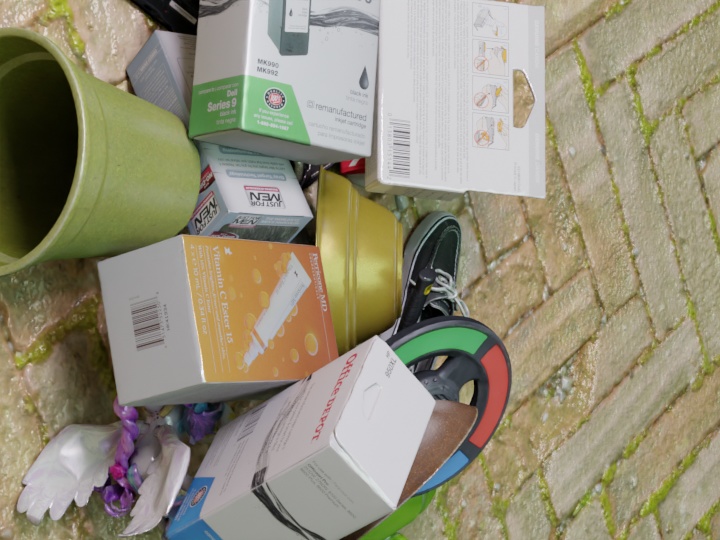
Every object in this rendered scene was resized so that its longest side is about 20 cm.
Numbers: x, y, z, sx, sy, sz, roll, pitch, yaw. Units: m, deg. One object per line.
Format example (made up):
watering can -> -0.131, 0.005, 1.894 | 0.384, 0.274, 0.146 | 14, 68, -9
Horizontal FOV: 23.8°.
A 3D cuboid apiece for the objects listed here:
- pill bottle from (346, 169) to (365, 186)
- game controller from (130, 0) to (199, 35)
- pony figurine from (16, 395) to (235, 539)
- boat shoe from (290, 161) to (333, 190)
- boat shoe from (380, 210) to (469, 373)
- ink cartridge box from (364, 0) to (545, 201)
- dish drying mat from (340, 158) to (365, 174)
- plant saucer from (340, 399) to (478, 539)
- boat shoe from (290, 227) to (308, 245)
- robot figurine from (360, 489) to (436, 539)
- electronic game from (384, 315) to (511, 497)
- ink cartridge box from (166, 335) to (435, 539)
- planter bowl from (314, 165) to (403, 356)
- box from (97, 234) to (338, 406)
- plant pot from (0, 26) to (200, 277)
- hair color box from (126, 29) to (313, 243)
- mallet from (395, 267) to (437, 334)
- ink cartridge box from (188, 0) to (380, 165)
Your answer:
pill bottle -> 0.050, -0.183, 1.736 | 0.106, 0.106, 0.202 | 13, 84, -43
game controller -> -0.155, -0.270, 1.589 | 0.200, 0.042, 0.105 | 36, 83, -38
pony figurine -> -0.189, 0.163, 1.520 | 0.200, 0.165, 0.194 | 54, 50, -49
boat shoe -> -0.079, -0.099, 1.646 | 0.199, 0.064, 0.073 | -23, 105, -42
boat shoe -> 0.075, 0.031, 1.798 | 0.073, 0.068, 0.201 | 39, 67, -38
ink cartridge box -> 0.093, -0.169, 1.660 | 0.174, 0.045, 0.202 | 6, 77, -19
dish drying mat -> 0.009, -0.198, 1.688 | 0.018, 0.076, 0.202 | 19, 66, -64
plant saucer -> 0.016, 0.174, 1.494 | 0.037, 0.200, 0.200 | 48, 58, -5
boat shoe -> -0.109, 0.013, 1.622 | 0.200, 0.069, 0.071 | -36, 116, -35
robot figurine -> -0.003, 0.216, 1.705 | 0.199, 0.115, 0.177 | -26, 102, -39
electronic game -> 0.059, 0.132, 1.611 | 0.198, 0.042, 0.202 | -17, 126, -25
ink cartridge box -> -0.048, 0.162, 1.412 | 0.084, 0.199, 0.145 | 47, 35, -16
planter bowl -> 0.000, 0.000, 1.636 | 0.083, 0.200, 0.203 | 1, 92, 0
box -> -0.118, 0.045, 1.466 | 0.199, 0.097, 0.126 | 3, 74, -57
plant pot -> -0.239, -0.085, 1.429 | 0.184, 0.199, 0.203 | 10, 86, -54
hair color box -> -0.128, -0.115, 1.531 | 0.098, 0.061, 0.201 | 2, 55, -43
mallet -> 0.043, 0.068, 1.624 | 0.066, 0.041, 0.201 | -19, 146, -43
ink cartridge box -> -0.063, -0.204, 1.483 | 0.145, 0.084, 0.202 | 8, 82, -38
